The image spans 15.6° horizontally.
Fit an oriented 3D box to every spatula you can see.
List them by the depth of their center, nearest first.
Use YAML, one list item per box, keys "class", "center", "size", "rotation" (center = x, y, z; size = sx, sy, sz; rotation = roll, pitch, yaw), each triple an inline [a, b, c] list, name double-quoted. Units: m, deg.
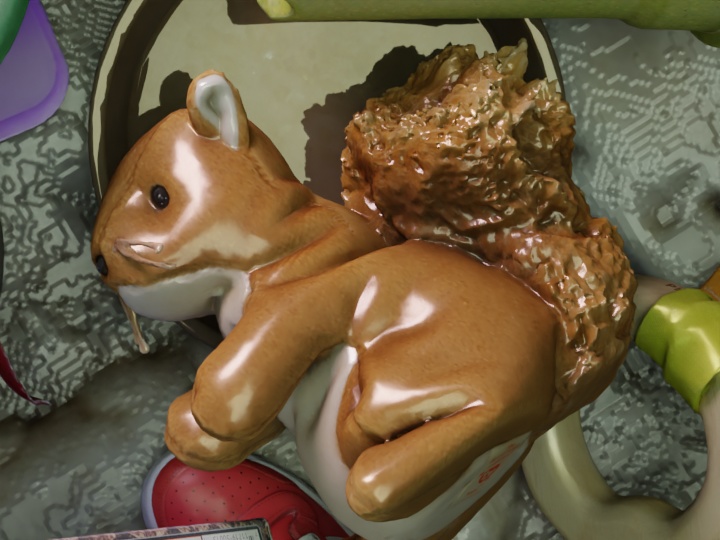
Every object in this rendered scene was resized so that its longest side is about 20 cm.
- class: "spatula"
  center: [-0.175, -0.149, 1.066]
  size: [0.056, 0.021, 0.201]
  rotation: [-21, 96, -1]

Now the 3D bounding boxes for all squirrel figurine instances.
- class: "squirrel figurine"
  center: [0.000, 0.000, 1.015]
  size: [0.200, 0.142, 0.187]
  rotation: [-39, 74, -15]

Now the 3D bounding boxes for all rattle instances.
- class: "rattle"
  center: [0.135, 0.090, 1.118]
  size: [0.130, 0.143, 0.201]
  rotation: [10, 111, 24]

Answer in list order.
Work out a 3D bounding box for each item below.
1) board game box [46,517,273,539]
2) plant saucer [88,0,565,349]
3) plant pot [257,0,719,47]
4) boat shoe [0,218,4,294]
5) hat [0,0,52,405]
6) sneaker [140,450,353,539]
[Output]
- class: "board game box"
  center: [-0.091, 0.205, 0.981]
  size: [0.097, 0.159, 0.201]
  rotation: [-24, 76, 32]
- class: "plant saucer"
  center: [-0.013, -0.057, 1.089]
  size: [0.199, 0.029, 0.201]
  rotation: [-1, 95, -7]
- class: "plant pot"
  center: [0.043, -0.173, 0.998]
  size: [0.183, 0.200, 0.202]
  rotation: [-9, 95, -9]
- class: "boat shoe"
  center: [-0.199, 0.055, 1.060]
  size: [0.067, 0.057, 0.201]
  rotation: [27, 91, -8]
- class: "hat"
  center: [-0.197, -0.077, 1.021]
  size: [0.165, 0.176, 0.201]
  rotation: [6, 69, 3]
- class: "sneaker"
  center: [-0.009, 0.151, 1.062]
  size: [0.071, 0.112, 0.200]
  rotation: [-44, 98, -3]
